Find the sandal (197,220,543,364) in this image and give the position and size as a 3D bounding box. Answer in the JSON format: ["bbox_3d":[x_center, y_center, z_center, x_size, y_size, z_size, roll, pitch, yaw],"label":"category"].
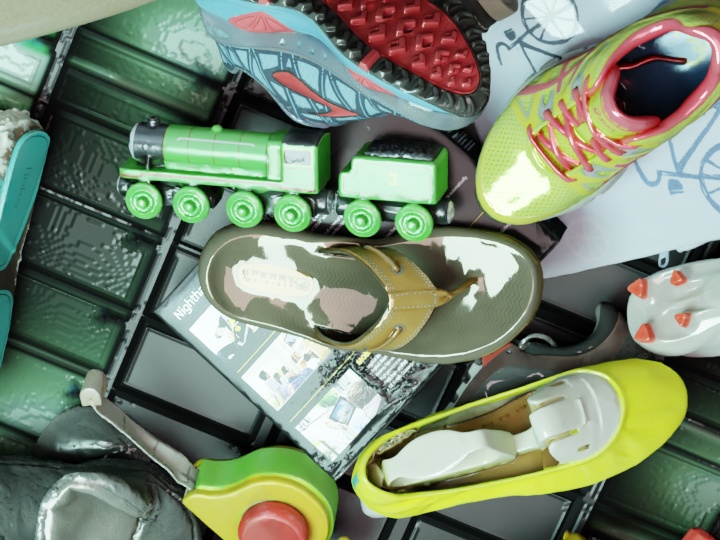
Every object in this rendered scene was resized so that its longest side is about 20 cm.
[{"bbox_3d":[0.003,0.012,1.562,0.200,0.054,0.080,6,99,7],"label":"sandal"}]

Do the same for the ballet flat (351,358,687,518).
[{"bbox_3d":[0.089,0.096,1.574,0.200,0.067,0.067,-17,74,7],"label":"ballet flat"}]

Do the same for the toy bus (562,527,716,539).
[{"bbox_3d":[0.138,0.225,1.655,0.200,0.136,0.192,34,92,-5],"label":"toy bus"}]

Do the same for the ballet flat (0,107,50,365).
[{"bbox_3d":[-0.234,-0.001,1.623,0.072,0.072,0.200,15,92,-2],"label":"ballet flat"}]

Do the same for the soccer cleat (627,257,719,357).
[{"bbox_3d":[0.244,0.013,1.569,0.200,0.078,0.069,-11,76,38],"label":"soccer cleat"}]

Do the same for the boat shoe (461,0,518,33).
[{"bbox_3d":[0.007,-0.208,1.532,0.063,0.073,0.200,-32,107,22],"label":"boat shoe"}]

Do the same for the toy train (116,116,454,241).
[{"bbox_3d":[-0.044,-0.054,1.564,0.200,0.042,0.056,5,114,14],"label":"toy train"}]

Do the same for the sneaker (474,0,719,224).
[{"bbox_3d":[0.134,-0.090,1.508,0.200,0.090,0.078,-40,92,25],"label":"sneaker"}]

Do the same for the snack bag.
[{"bbox_3d":[0.152,-0.091,1.581,0.200,0.021,0.189,-15,108,30],"label":"snack bag"}]

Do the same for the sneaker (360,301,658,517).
[{"bbox_3d":[0.083,0.082,1.648,0.200,0.077,0.082,-27,83,5],"label":"sneaker"}]

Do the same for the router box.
[{"bbox_3d":[0.000,0.000,1.617,0.149,0.051,0.200,43,103,0],"label":"router box"}]

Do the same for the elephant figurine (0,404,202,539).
[{"bbox_3d":[-0.163,0.150,1.653,0.200,0.155,0.142,-24,61,-2],"label":"elephant figurine"}]

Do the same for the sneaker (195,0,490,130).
[{"bbox_3d":[-0.005,-0.119,1.540,0.200,0.079,0.096,30,144,31],"label":"sneaker"}]

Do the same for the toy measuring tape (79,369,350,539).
[{"bbox_3d":[-0.073,0.115,1.627,0.074,0.074,0.200,-42,110,13],"label":"toy measuring tape"}]

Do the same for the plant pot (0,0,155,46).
[{"bbox_3d":[-0.196,-0.224,1.505,0.177,0.200,0.200,-1,106,-9],"label":"plant pot"}]
